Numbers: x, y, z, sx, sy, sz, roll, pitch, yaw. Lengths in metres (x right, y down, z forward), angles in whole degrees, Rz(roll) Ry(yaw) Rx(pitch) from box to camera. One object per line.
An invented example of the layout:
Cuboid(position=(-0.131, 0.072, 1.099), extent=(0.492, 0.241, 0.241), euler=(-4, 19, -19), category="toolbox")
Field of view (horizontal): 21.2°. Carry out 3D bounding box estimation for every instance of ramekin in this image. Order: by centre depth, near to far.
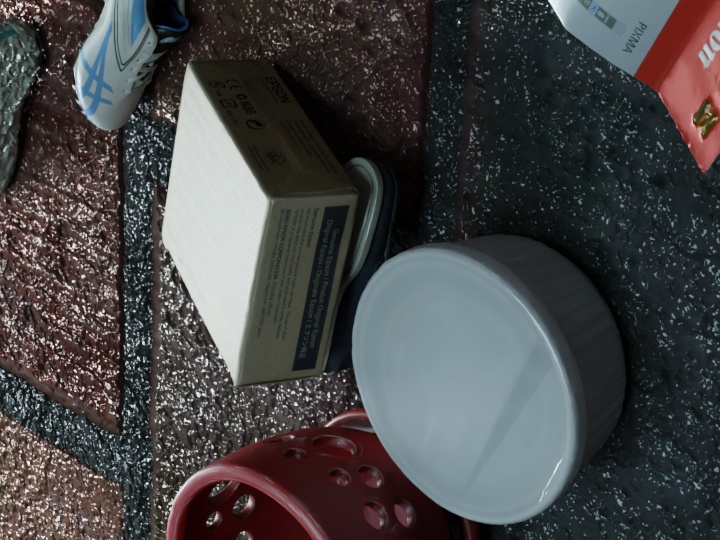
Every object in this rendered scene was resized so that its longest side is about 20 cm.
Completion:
Cuboid(position=(0.097, 0.068, 1.351), extent=(0.201, 0.094, 0.204), euler=(20, 120, 38), category="ramekin")

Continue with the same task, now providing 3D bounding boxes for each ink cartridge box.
Cuboid(position=(0.179, -0.182, 1.142), extent=(0.201, 0.047, 0.161), euler=(65, 146, 30), category="ink cartridge box")
Cuboid(position=(-0.080, -0.040, 1.440), extent=(0.200, 0.074, 0.166), euler=(-123, 36, -47), category="ink cartridge box")

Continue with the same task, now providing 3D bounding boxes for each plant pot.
Cuboid(position=(-0.019, 0.210, 1.462), extent=(0.199, 0.182, 0.202), euler=(21, 122, 38), category="plant pot")

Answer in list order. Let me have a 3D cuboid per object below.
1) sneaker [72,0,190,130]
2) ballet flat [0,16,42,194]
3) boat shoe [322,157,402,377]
Cuboid(position=(-0.177, -0.183, 1.531), extent=(0.072, 0.072, 0.201), euler=(37, 134, 15), category="sneaker")
Cuboid(position=(-0.338, -0.141, 1.709), extent=(0.072, 0.071, 0.201), euler=(43, 133, 22), category="ballet flat")
Cuboid(position=(0.000, 0.000, 1.432), extent=(0.075, 0.061, 0.201), euler=(-122, 37, -46), category="boat shoe")
